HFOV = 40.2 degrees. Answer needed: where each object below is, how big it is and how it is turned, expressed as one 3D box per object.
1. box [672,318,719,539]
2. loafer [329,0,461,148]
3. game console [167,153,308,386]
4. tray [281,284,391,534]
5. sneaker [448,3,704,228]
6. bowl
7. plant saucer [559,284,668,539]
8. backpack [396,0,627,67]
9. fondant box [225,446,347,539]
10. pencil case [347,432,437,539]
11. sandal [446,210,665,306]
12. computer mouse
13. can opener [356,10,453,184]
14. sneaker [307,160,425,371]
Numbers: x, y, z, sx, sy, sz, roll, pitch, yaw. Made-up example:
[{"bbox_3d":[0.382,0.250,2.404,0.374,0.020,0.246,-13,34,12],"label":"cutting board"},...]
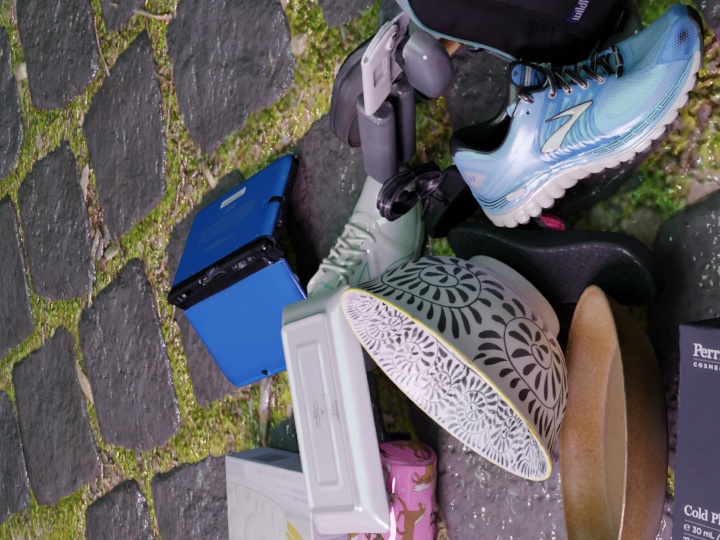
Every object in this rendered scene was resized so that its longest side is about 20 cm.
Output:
[{"bbox_3d":[0.279,0.126,0.525,0.198,0.103,0.186,7,99,47],"label":"box"},{"bbox_3d":[0.034,-0.167,0.825,0.073,0.072,0.201,54,140,18],"label":"loafer"},{"bbox_3d":[-0.104,0.005,1.034,0.199,0.117,0.173,-24,44,46],"label":"game console"},{"bbox_3d":[-0.029,0.121,0.833,0.107,0.022,0.204,-19,78,50],"label":"tray"},{"bbox_3d":[0.140,-0.111,0.663,0.199,0.090,0.079,-37,23,30],"label":"sneaker"},{"bbox_3d":[0.088,0.053,0.735,0.094,0.202,0.199,-46,44,-15],"label":"bowl"},{"bbox_3d":[0.167,0.112,0.650,0.200,0.035,0.205,2,-90,-89],"label":"plant saucer"},{"bbox_3d":[0.093,-0.241,0.656,0.154,0.197,0.177,55,130,31],"label":"backpack"},{"bbox_3d":[-0.070,0.289,0.983,0.143,0.058,0.205,-2,92,49],"label":"fondant box"},{"bbox_3d":[0.021,0.248,0.859,0.087,0.081,0.205,-139,51,-79],"label":"pencil case"},{"bbox_3d":[0.143,-0.012,0.721,0.198,0.045,0.076,7,138,52],"label":"sandal"},{"bbox_3d":[0.049,-0.058,0.728,0.034,0.199,0.059,41,103,16],"label":"computer mouse"},{"bbox_3d":[0.033,-0.119,0.746,0.066,0.201,0.054,34,75,15],"label":"can opener"},{"bbox_3d":[0.000,0.000,0.870,0.070,0.079,0.204,31,113,45],"label":"sneaker"}]
